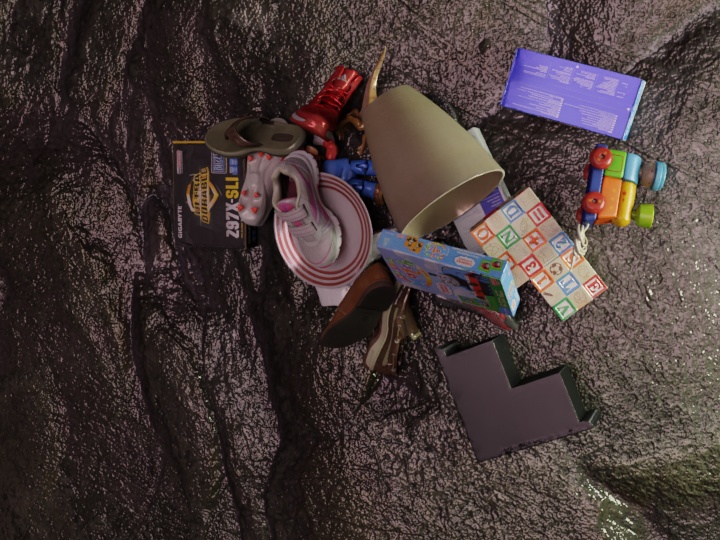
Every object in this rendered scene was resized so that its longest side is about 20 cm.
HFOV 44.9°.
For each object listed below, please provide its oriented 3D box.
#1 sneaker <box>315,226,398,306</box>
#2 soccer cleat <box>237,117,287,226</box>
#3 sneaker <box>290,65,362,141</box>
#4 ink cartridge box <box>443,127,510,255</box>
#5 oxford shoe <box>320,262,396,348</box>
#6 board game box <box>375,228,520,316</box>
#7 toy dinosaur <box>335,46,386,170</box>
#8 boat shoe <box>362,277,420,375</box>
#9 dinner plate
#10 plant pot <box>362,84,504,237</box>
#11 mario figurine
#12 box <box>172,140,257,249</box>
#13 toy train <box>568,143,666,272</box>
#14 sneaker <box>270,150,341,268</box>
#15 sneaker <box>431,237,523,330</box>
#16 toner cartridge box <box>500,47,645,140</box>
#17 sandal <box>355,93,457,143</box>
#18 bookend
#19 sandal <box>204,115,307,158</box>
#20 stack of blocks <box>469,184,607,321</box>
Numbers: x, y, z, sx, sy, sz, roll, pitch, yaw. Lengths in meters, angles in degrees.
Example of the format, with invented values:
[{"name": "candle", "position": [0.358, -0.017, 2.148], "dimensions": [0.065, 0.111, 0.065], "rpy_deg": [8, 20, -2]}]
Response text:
[{"name": "sneaker", "position": [0.000, 0.000, 1.520], "dimensions": [0.200, 0.074, 0.116], "rpy_deg": [-21, 91, 33]}, {"name": "soccer cleat", "position": [-0.173, -0.177, 1.574], "dimensions": [0.069, 0.078, 0.200], "rpy_deg": [15, 83, 15]}, {"name": "sneaker", "position": [-0.054, -0.286, 1.439], "dimensions": [0.078, 0.200, 0.116], "rpy_deg": [28, 105, -11]}, {"name": "ink cartridge box", "position": [0.189, -0.125, 1.435], "dimensions": [0.099, 0.039, 0.200], "rpy_deg": [-25, 85, 24]}, {"name": "oxford shoe", "position": [-0.005, 0.063, 1.479], "dimensions": [0.200, 0.071, 0.071], "rpy_deg": [-48, 38, 36]}, {"name": "board game box", "position": [0.137, 0.004, 1.339], "dimensions": [0.200, 0.151, 0.037], "rpy_deg": [17, 73, 24]}, {"name": "toy dinosaur", "position": [0.015, -0.261, 1.468], "dimensions": [0.106, 0.060, 0.200], "rpy_deg": [-8, 85, 24]}, {"name": "boat shoe", "position": [0.071, 0.091, 1.499], "dimensions": [0.075, 0.075, 0.202], "rpy_deg": [24, 117, 11]}, {"name": "dinner plate", "position": [-0.062, -0.068, 1.484], "dimensions": [0.200, 0.024, 0.200], "rpy_deg": [9, 108, 29]}, {"name": "plant pot", "position": [0.093, -0.182, 1.356], "dimensions": [0.187, 0.187, 0.200], "rpy_deg": [-36, 77, 23]}, {"name": "mario figurine", "position": [-0.043, -0.171, 1.524], "dimensions": [0.200, 0.124, 0.106], "rpy_deg": [13, 143, 14]}, {"name": "box", "position": [-0.273, -0.142, 1.630], "dimensions": [0.160, 0.049, 0.200], "rpy_deg": [4, 98, 21]}, {"name": "toy train", "position": [0.386, -0.083, 1.309], "dimensions": [0.116, 0.085, 0.200], "rpy_deg": [10, 79, 9]}, {"name": "sneaker", "position": [-0.100, -0.095, 1.434], "dimensions": [0.081, 0.088, 0.200], "rpy_deg": [-20, 92, 34]}, {"name": "sneaker", "position": [0.176, 0.039, 1.444], "dimensions": [0.200, 0.071, 0.098], "rpy_deg": [42, 110, 16]}, {"name": "toner cartridge box", "position": [0.327, -0.274, 1.353], "dimensions": [0.200, 0.043, 0.095], "rpy_deg": [21, 106, 20]}, {"name": "sandal", "position": [0.080, -0.252, 1.470], "dimensions": [0.200, 0.045, 0.075], "rpy_deg": [-2, 90, 38]}, {"name": "bookend", "position": [0.254, 0.182, 1.416], "dimensions": [0.199, 0.092, 0.200], "rpy_deg": [-23, 86, 23]}, {"name": "sandal", "position": [-0.186, -0.241, 1.515], "dimensions": [0.201, 0.057, 0.080], "rpy_deg": [4, 66, 28]}, {"name": "stack of blocks", "position": [0.276, -0.020, 1.365], "dimensions": [0.115, 0.059, 0.200], "rpy_deg": [-38, 93, 11]}]
